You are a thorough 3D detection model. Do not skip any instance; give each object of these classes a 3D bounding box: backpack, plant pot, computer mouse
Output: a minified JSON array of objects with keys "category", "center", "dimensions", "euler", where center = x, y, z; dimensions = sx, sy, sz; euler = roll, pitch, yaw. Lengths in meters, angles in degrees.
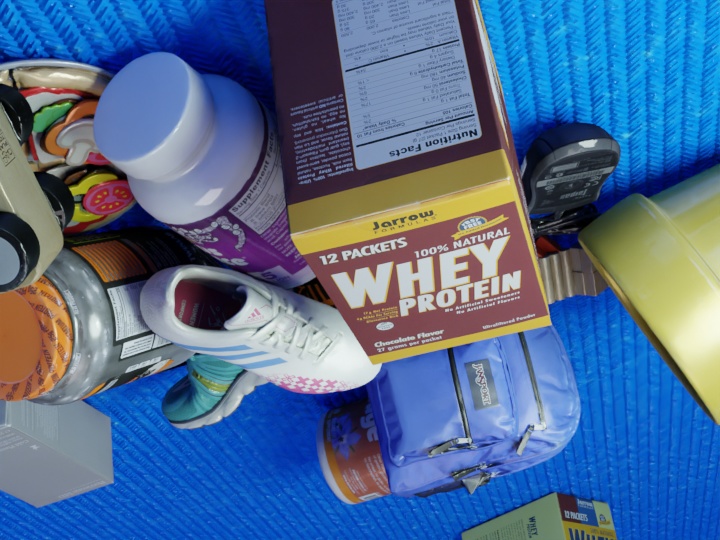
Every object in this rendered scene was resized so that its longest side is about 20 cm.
[{"category":"backpack","center":[0.110,0.126,1.162],"dimensions":[0.198,0.164,0.168],"euler":[-13,172,1]},{"category":"plant pot","center":[0.315,-0.005,1.030],"dimensions":[0.188,0.202,0.201],"euler":[-36,146,6]},{"category":"computer mouse","center":[0.138,-0.072,1.017],"dimensions":[0.139,0.047,0.200],"euler":[-12,161,2]}]

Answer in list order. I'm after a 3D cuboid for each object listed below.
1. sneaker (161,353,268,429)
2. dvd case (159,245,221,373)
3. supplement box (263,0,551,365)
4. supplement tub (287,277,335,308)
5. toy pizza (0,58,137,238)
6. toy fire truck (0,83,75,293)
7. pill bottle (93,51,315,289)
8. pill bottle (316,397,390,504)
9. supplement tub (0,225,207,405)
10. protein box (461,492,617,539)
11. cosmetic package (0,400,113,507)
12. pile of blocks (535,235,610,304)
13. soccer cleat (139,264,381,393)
[{"category":"sneaker","center":[-0.137,0.084,1.179],"dimensions":[0.079,0.078,0.200],"euler":[31,130,-23]},{"category":"dvd case","center":[-0.178,0.038,1.154],"dimensions":[0.147,0.016,0.200],"euler":[-18,149,15]},{"category":"supplement box","center":[0.034,-0.077,0.814],"dimensions":[0.131,0.202,0.198],"euler":[-13,151,10]},{"category":"supplement tub","center":[0.000,0.000,1.018],"dimensions":[0.122,0.124,0.199],"euler":[14,147,-35]},{"category":"toy pizza","center":[-0.237,-0.073,0.889],"dimensions":[0.198,0.032,0.201],"euler":[-14,147,-10]},{"category":"toy fire truck","center":[-0.314,-0.048,0.780],"dimensions":[0.198,0.129,0.177],"euler":[-16,113,14]},{"category":"pill bottle","center":[-0.098,-0.071,0.882],"dimensions":[0.111,0.113,0.200],"euler":[-21,148,22]},{"category":"pill bottle","center":[0.058,0.185,1.380],"dimensions":[0.198,0.113,0.112],"euler":[-20,149,20]},{"category":"supplement tub","center":[-0.211,0.033,0.954],"dimensions":[0.122,0.124,0.200],"euler":[-24,176,27]},{"category":"protein box","center":[0.282,0.469,1.853],"dimensions":[0.134,0.200,0.199],"euler":[18,142,-39]},{"category":"cosmetic package","center":[-0.351,0.171,1.275],"dimensions":[0.106,0.091,0.200],"euler":[-20,146,15]},{"category":"pile of blocks","center":[0.142,-0.001,1.143],"dimensions":[0.198,0.082,0.063],"euler":[-14,109,-9]},{"category":"soccer cleat","center":[-0.066,0.045,0.912],"dimensions":[0.198,0.071,0.086],"euler":[15,163,-18]}]
